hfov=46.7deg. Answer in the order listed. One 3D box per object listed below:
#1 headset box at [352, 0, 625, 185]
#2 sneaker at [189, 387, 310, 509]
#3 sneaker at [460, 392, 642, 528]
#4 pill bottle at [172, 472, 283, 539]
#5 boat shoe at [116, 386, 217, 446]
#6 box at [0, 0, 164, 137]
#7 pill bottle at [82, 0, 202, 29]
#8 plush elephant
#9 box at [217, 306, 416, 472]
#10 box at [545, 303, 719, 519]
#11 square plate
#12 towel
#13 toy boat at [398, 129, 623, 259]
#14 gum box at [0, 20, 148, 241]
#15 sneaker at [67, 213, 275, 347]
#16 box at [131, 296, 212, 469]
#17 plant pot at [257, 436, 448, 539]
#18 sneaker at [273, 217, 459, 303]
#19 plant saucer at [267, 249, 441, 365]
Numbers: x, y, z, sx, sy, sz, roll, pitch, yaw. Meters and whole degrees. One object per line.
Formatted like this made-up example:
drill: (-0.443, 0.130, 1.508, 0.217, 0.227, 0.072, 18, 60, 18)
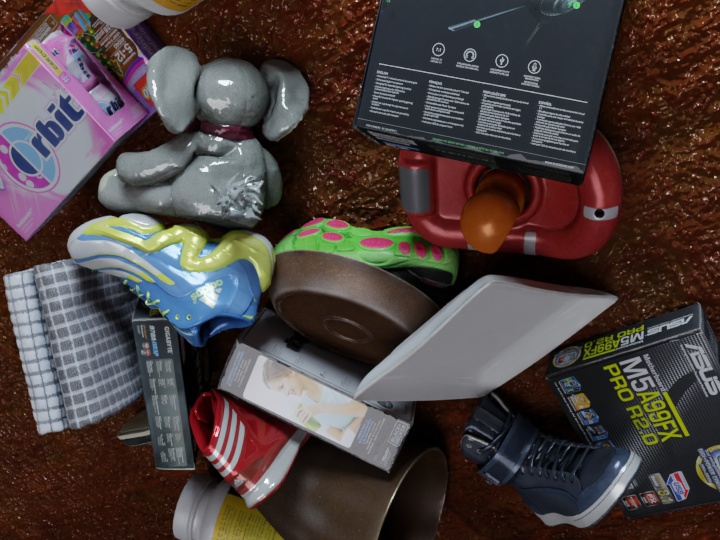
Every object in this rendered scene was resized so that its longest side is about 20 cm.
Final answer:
headset box: (0.103, -0.182, 0.615, 0.170, 0.093, 0.205, 12, 94, 13)
sneaker: (-0.108, 0.147, 0.888, 0.078, 0.200, 0.116, -40, 99, 21)
sneaker: (0.179, 0.183, 0.835, 0.146, 0.077, 0.203, 42, 154, 4)
pill bottle: (-0.133, 0.329, 1.063, 0.196, 0.113, 0.114, 15, 125, 11)
boat shoe: (-0.223, 0.198, 1.041, 0.196, 0.072, 0.069, -15, 111, 26)
box: (-0.281, -0.187, 0.839, 0.198, 0.039, 0.137, -30, 107, 33)
pill bottle: (-0.146, -0.282, 0.682, 0.197, 0.113, 0.114, -21, 112, 31)
plush elephant: (-0.134, -0.123, 0.766, 0.162, 0.159, 0.199, 10, 175, -32)
box: (-0.040, 0.121, 0.883, 0.197, 0.117, 0.061, 26, 106, 0)
box: (0.297, 0.146, 0.822, 0.158, 0.044, 0.202, -21, 111, 32)
square plate: (0.116, 0.065, 0.787, 0.200, 0.195, 0.029, -44, 56, 36)
towel: (-0.278, 0.065, 0.883, 0.084, 0.200, 0.169, -13, 94, 12)
toy boat: (0.120, -0.060, 0.706, 0.195, 0.131, 0.133, 5, 123, 18)
gum box: (-0.308, -0.133, 0.817, 0.199, 0.067, 0.114, -34, 107, 34)
sneaker: (-0.178, 0.011, 0.763, 0.195, 0.107, 0.076, 2, 156, 3)
box: (-0.199, 0.085, 0.904, 0.045, 0.160, 0.204, 0, 122, -2)
plant pot: (-0.027, 0.258, 0.953, 0.197, 0.187, 0.190, 17, 127, 27)
sneaker: (0.000, 0.000, 0.827, 0.196, 0.077, 0.085, 7, 123, 20)
plant saucer: (-0.009, 0.046, 0.826, 0.196, 0.035, 0.201, 19, 156, 8)
